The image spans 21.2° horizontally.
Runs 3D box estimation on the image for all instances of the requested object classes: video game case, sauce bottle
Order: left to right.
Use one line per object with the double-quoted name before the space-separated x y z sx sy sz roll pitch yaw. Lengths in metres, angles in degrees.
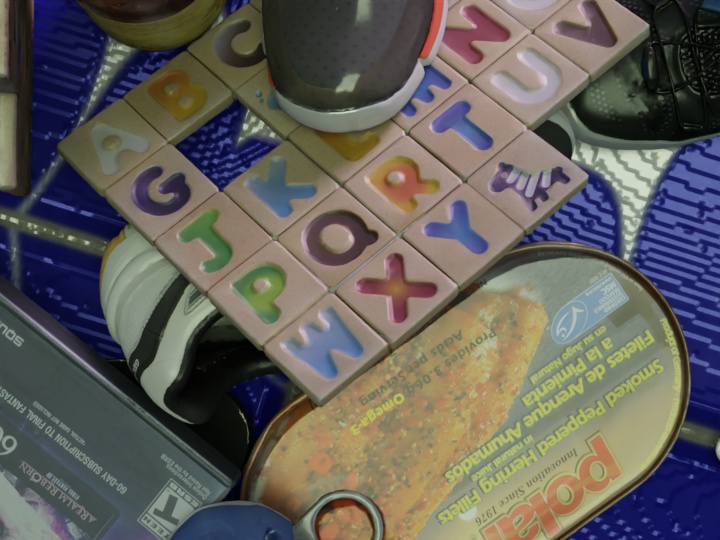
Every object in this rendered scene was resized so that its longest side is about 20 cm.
"video game case" -0.161 0.109 0.767 0.143 0.019 0.200 39 107 -1
"sauce bottle" -0.081 -0.120 0.704 0.066 0.200 0.066 0 92 -3

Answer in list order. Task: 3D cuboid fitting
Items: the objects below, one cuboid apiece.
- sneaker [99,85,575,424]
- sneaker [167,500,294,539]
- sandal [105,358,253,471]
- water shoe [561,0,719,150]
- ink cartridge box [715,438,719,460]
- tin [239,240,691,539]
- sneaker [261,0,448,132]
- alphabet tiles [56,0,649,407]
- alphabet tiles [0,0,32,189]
"sneaker" 0.000 0.000 0.753 0.199 0.076 0.088 -25 47 0
"sneaker" -0.011 0.182 0.688 0.080 0.115 0.200 -37 95 7
"sandal" -0.144 0.068 0.783 0.199 0.045 0.075 7 91 -1
"water shoe" 0.174 -0.098 0.770 0.199 0.079 0.072 -14 91 -1
"ink cartridge box" 0.256 0.104 0.781 0.200 0.067 0.117 43 90 -2
"tin" 0.043 0.070 0.792 0.200 0.042 0.112 -35 88 -1
"sneaker" -0.003 -0.154 0.741 0.077 0.082 0.201 5 72 13
"alphabet tiles" 0.007 -0.061 0.743 0.200 0.008 0.167 -39 58 -15
"alphabet tiles" -0.126 -0.113 0.697 0.008 0.200 0.168 1 91 -7
